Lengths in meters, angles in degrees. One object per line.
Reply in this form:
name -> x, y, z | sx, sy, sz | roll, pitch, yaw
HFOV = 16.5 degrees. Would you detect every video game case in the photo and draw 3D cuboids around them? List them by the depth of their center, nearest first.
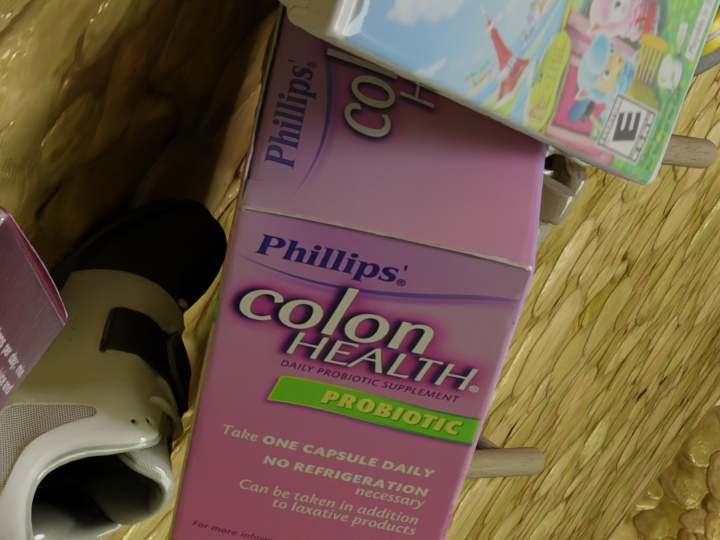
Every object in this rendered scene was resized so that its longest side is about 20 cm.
video game case -> 0.072, -0.141, 0.753 | 0.182, 0.022, 0.200 | 20, 92, -51

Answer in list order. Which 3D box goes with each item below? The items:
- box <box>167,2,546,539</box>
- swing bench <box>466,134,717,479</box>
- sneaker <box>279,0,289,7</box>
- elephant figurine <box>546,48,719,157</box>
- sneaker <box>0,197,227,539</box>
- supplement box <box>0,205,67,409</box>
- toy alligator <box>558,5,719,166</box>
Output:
box -> 0.000, 0.000, 0.886 | 0.176, 0.097, 0.200 | -80, -177, -47
swing bench -> 0.037, 0.003, 1.135 | 0.200, 0.130, 0.199 | -18, 140, -61
sneaker -> 0.022, -0.166, 0.755 | 0.076, 0.081, 0.200 | -10, 134, -45
elephant figurine -> 0.107, -0.173, 1.000 | 0.141, 0.155, 0.200 | -10, 131, -34
sneaker -> -0.092, 0.049, 0.875 | 0.200, 0.088, 0.074 | -45, 161, -45
supplement box -> -0.171, 0.047, 0.543 | 0.200, 0.110, 0.086 | -53, 167, -13
toy alligator -> 0.097, -0.102, 0.891 | 0.200, 0.054, 0.059 | -52, 127, -38
